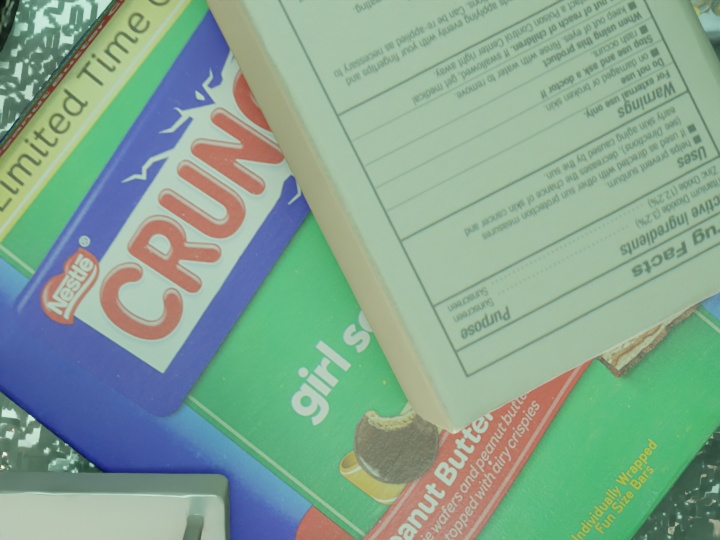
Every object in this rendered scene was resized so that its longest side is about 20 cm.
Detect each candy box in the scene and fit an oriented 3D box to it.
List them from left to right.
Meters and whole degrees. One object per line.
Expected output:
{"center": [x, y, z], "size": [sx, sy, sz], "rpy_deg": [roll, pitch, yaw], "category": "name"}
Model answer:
{"center": [0.000, 0.000, 0.795], "size": [0.200, 0.077, 0.169], "rpy_deg": [38, 91, -7], "category": "candy box"}

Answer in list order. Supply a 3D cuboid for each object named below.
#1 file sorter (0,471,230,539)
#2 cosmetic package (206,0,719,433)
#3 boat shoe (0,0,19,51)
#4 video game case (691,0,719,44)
{"center": [-0.106, 0.168, 0.736], "size": [0.138, 0.125, 0.201], "rpy_deg": [1, 111, 3], "category": "file sorter"}
{"center": [0.017, -0.073, 0.718], "size": [0.103, 0.073, 0.201], "rpy_deg": [-26, 95, -6], "category": "cosmetic package"}
{"center": [-0.098, -0.144, 0.784], "size": [0.060, 0.074, 0.201], "rpy_deg": [13, 102, 21], "category": "boat shoe"}
{"center": [0.048, -0.134, 0.841], "size": [0.199, 0.018, 0.144], "rpy_deg": [-4, 89, -4], "category": "video game case"}
